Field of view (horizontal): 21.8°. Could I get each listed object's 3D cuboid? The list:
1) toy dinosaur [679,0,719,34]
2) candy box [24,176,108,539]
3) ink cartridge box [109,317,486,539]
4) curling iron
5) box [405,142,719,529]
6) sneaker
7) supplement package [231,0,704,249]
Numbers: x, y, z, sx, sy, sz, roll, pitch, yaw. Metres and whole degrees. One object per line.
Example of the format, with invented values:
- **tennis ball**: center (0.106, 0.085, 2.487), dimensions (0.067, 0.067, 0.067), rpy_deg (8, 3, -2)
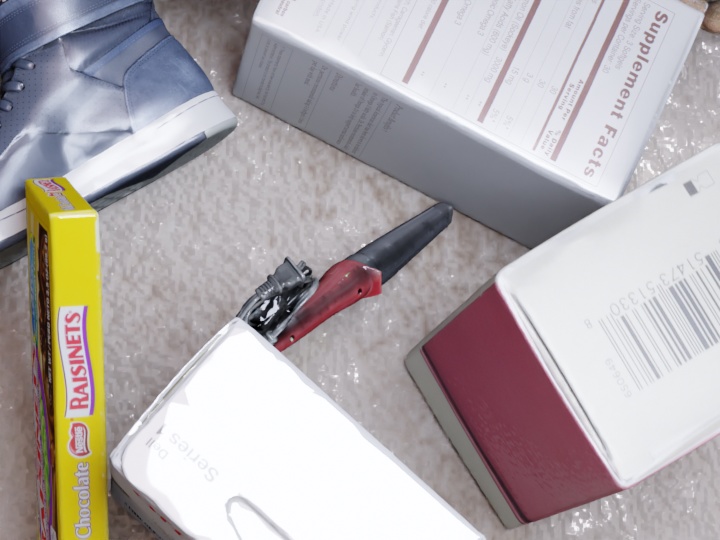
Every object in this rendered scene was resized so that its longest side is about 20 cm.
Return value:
- **toy dinosaur**: center (0.172, -0.169, 0.975), dimensions (0.135, 0.200, 0.086), rpy_deg (34, 108, 1)
- **candy box**: center (-0.134, 0.064, 0.853), dimensions (0.026, 0.102, 0.202), rpy_deg (-3, 101, -14)
- **ink cartridge box**: center (-0.036, 0.111, 0.845), dimensions (0.146, 0.200, 0.084), rpy_deg (41, 77, 1)
- **curling iron**: center (0.000, 0.000, 0.907), dimensions (0.026, 0.050, 0.200), rpy_deg (43, 31, 13)
- **box**: center (0.116, 0.039, 0.888), dimensions (0.127, 0.200, 0.109), rpy_deg (-30, 84, -15)
- **sneaker**: center (-0.181, -0.084, 0.924), dimensions (0.202, 0.077, 0.147), rpy_deg (-32, 92, -21)
- **supplement package**: center (0.051, -0.110, 0.954), dimensions (0.199, 0.117, 0.118), rpy_deg (27, 74, -3)
